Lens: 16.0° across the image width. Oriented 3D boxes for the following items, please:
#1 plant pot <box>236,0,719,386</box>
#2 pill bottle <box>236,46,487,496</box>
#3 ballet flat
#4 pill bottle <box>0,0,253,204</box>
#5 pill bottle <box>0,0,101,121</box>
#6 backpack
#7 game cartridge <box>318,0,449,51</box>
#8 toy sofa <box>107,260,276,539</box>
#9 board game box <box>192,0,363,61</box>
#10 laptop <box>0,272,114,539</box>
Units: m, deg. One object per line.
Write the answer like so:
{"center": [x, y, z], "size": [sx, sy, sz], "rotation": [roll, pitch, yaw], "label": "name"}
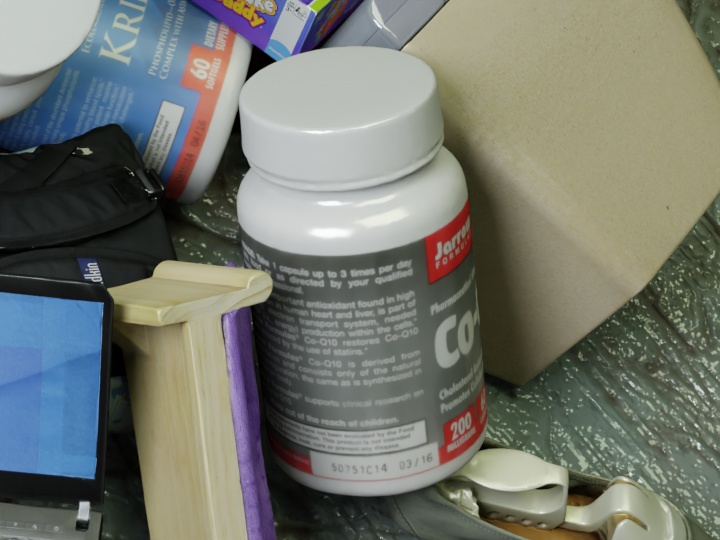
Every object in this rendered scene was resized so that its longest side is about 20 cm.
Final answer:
{"center": [0.087, -0.059, 1.397], "size": [0.177, 0.200, 0.200], "rotation": [45, 51, -2], "label": "plant pot"}
{"center": [0.000, 0.000, 1.266], "size": [0.114, 0.200, 0.114], "rotation": [-5, 28, 3], "label": "pill bottle"}
{"center": [0.112, 0.130, 1.342], "size": [0.200, 0.064, 0.068], "rotation": [16, 51, -11], "label": "ballet flat"}
{"center": [-0.166, -0.115, 1.373], "size": [0.200, 0.112, 0.112], "rotation": [17, 52, -11], "label": "pill bottle"}
{"center": [-0.204, -0.116, 1.203], "size": [0.116, 0.200, 0.117], "rotation": [5, 80, -30], "label": "pill bottle"}
{"center": [-0.197, 0.021, 1.258], "size": [0.200, 0.154, 0.163], "rotation": [-5, 65, -45], "label": "backpack"}
{"center": [0.028, -0.151, 1.443], "size": [0.040, 0.133, 0.200], "rotation": [47, 40, -4], "label": "game cartridge"}
{"center": [-0.065, 0.097, 1.214], "size": [0.097, 0.083, 0.201], "rotation": [-13, 101, -35], "label": "toy sofa"}
{"center": [-0.035, -0.208, 1.407], "size": [0.134, 0.045, 0.200], "rotation": [35, 45, 7], "label": "board game box"}
{"center": [-0.206, 0.108, 1.142], "size": [0.177, 0.103, 0.200], "rotation": [5, 64, 0], "label": "laptop"}
